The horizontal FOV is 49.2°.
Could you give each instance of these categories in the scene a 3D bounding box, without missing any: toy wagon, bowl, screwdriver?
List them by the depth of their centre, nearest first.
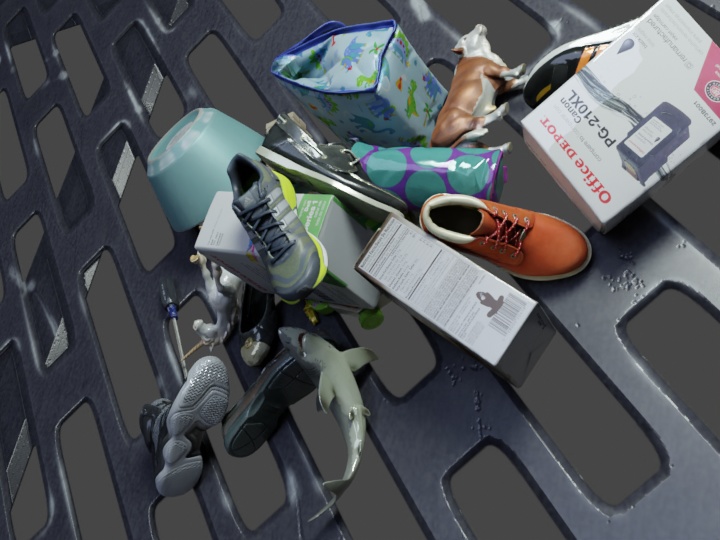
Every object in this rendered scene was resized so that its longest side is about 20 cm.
[{"bbox_3d":[0.000,0.000,1.020,0.198,0.039,0.157,-35,50,15],"label":"toy wagon"},{"bbox_3d":[-0.272,0.084,1.176,0.029,0.028,0.202,-20,52,-12],"label":"screwdriver"},{"bbox_3d":[-0.249,-0.168,1.198,0.199,0.105,0.202,-34,28,21],"label":"bowl"}]

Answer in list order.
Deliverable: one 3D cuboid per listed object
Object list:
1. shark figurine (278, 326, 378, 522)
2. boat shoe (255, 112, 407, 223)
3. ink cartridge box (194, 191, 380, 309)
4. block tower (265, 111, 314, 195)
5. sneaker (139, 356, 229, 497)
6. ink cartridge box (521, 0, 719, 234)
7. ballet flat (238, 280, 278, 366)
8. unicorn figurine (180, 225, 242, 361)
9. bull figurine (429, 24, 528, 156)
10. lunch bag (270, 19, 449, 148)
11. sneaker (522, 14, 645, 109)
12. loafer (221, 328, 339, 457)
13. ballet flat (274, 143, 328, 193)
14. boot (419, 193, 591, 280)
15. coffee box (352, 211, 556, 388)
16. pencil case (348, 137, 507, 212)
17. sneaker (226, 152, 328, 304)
[{"bbox_3d":[-0.033,0.175,0.942,0.089,0.126,0.219,-33,65,47],"label":"shark figurine"},{"bbox_3d":[-0.027,-0.117,0.915,0.197,0.072,0.068,30,81,13],"label":"boat shoe"},{"bbox_3d":[-0.082,-0.027,0.971,0.197,0.144,0.086,6,70,37],"label":"ink cartridge box"},{"bbox_3d":[-0.103,-0.132,1.156,0.057,0.054,0.204,-19,57,26],"label":"block tower"},{"bbox_3d":[-0.239,0.185,1.036,0.114,0.074,0.204,39,114,46],"label":"sneaker"},{"bbox_3d":[0.291,-0.160,0.839,0.199,0.084,0.146,-40,76,11],"label":"ink cartridge box"},{"bbox_3d":[-0.148,0.037,1.093,0.065,0.057,0.204,-18,57,28],"label":"ballet flat"},{"bbox_3d":[-0.197,0.015,1.109,0.072,0.139,0.202,10,51,24],"label":"unicorn figurine"},{"bbox_3d":[0.156,-0.228,1.017,0.119,0.065,0.204,6,66,37],"label":"bull figurine"},{"bbox_3d":[-0.002,-0.239,1.066,0.197,0.170,0.130,4,67,38],"label":"lunch bag"},{"bbox_3d":[0.287,-0.226,0.922,0.197,0.070,0.092,-20,52,23],"label":"sneaker"},{"bbox_3d":[-0.111,0.145,1.002,0.201,0.072,0.063,-48,42,6],"label":"loafer"},{"bbox_3d":[-0.062,-0.131,1.038,0.067,0.198,0.070,-28,79,38],"label":"ballet flat"},{"bbox_3d":[0.157,-0.037,0.854,0.195,0.107,0.077,14,90,8],"label":"boot"},{"bbox_3d":[0.103,0.031,0.859,0.199,0.114,0.080,34,87,31],"label":"coffee box"},{"bbox_3d":[0.077,-0.113,0.965,0.195,0.092,0.087,6,106,17],"label":"pencil case"},{"bbox_3d":[-0.099,-0.046,0.841,0.074,0.081,0.201,-40,50,11],"label":"sneaker"}]
